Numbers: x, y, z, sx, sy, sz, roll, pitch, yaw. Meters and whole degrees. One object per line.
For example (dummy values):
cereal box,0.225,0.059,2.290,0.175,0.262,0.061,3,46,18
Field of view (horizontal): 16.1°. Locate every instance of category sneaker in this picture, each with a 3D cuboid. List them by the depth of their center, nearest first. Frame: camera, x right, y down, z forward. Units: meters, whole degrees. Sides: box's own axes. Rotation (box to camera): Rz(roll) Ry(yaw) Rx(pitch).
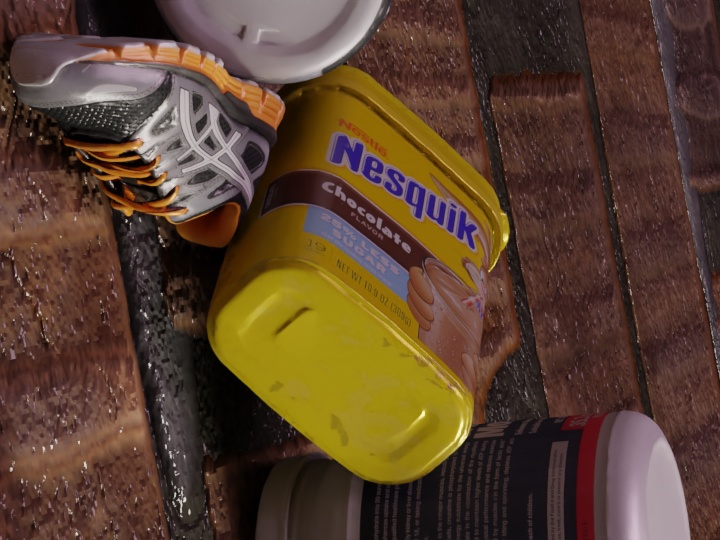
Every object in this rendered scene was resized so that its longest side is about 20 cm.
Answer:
sneaker,-0.095,-0.061,1.162,0.200,0.078,0.078,19,81,-62

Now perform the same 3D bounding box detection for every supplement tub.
supplement tub,-0.037,-0.173,1.275,0.200,0.122,0.123,-82,158,-72
supplement tub,0.060,0.148,1.285,0.140,0.199,0.141,-6,90,-73

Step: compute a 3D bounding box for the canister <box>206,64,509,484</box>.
canister,0.000,0.000,1.286,0.148,0.086,0.200,41,27,-17
